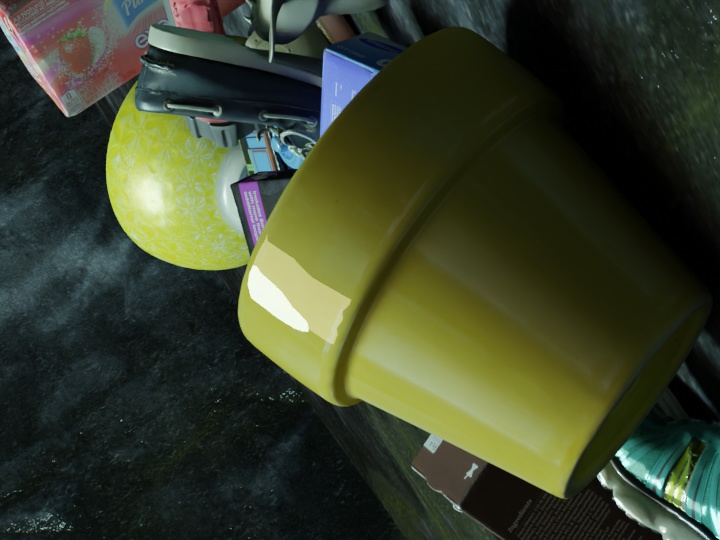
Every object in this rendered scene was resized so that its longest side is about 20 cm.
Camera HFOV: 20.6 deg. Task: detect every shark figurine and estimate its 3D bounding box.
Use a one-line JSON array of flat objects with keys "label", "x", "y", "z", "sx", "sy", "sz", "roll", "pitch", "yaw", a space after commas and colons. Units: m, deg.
[{"label": "shark figurine", "x": -0.031, "y": -0.177, "z": 1.262, "sx": 0.214, "sy": 0.089, "sz": 0.129, "roll": 133, "pitch": 136, "yaw": -74}]

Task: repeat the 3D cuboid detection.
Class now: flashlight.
[{"label": "flashlight", "x": -0.108, "y": -0.169, "z": 1.386, "sx": 0.201, "sy": 0.067, "sz": 0.068, "roll": 81, "pitch": -171, "yaw": -59}]

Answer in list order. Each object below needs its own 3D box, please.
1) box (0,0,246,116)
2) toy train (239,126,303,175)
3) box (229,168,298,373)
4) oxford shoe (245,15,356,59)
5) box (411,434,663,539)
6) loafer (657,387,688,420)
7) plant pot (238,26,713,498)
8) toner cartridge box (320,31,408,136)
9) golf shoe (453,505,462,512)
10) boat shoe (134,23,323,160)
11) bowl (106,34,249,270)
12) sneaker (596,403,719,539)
[{"label": "box", "x": -0.168, "y": -0.216, "z": 1.453, "sx": 0.103, "sy": 0.199, "sz": 0.095, "roll": 45, "pitch": 167, "yaw": 55}, {"label": "toy train", "x": -0.028, "y": -0.059, "z": 1.519, "sx": 0.114, "sy": 0.086, "sz": 0.202, "roll": 4, "pitch": 114, "yaw": 63}, {"label": "box", "x": 0.000, "y": 0.000, "z": 1.323, "sx": 0.199, "sy": 0.036, "sz": 0.144, "roll": -3, "pitch": 107, "yaw": 49}, {"label": "oxford shoe", "x": -0.012, "y": -0.103, "z": 1.417, "sx": 0.201, "sy": 0.074, "sz": 0.071, "roll": 58, "pitch": 169, "yaw": -15}, {"label": "box", "x": 0.140, "y": 0.167, "z": 1.329, "sx": 0.199, "sy": 0.075, "sz": 0.100, "roll": 34, "pitch": 179, "yaw": -21}, {"label": "loafer", "x": 0.145, "y": 0.083, "z": 1.221, "sx": 0.070, "sy": 0.070, "sz": 0.200, "roll": 60, "pitch": 171, "yaw": -27}, {"label": "plant pot", "x": 0.069, "y": 0.009, "z": 1.017, "sx": 0.188, "sy": 0.201, "sz": 0.201, "roll": 37, "pitch": 166, "yaw": 17}, {"label": "toner cartridge box", "x": 0.020, "y": -0.036, "z": 1.220, "sx": 0.095, "sy": 0.043, "sz": 0.202, "roll": 27, "pitch": 127, "yaw": 36}, {"label": "golf shoe", "x": 0.090, "y": 0.137, "z": 1.550, "sx": 0.078, "sy": 0.097, "sz": 0.200, "roll": 45, "pitch": 172, "yaw": -38}, {"label": "boat shoe", "x": -0.046, "y": -0.106, "z": 1.270, "sx": 0.198, "sy": 0.062, "sz": 0.075, "roll": 12, "pitch": -167, "yaw": -20}, {"label": "bowl", "x": -0.096, "y": -0.084, "z": 1.617, "sx": 0.107, "sy": 0.200, "sz": 0.201, "roll": 28, "pitch": 153, "yaw": 49}, {"label": "sneaker", "x": 0.193, "y": 0.112, "z": 1.067, "sx": 0.077, "sy": 0.080, "sz": 0.200, "roll": -1, "pitch": -141, "yaw": -49}]
